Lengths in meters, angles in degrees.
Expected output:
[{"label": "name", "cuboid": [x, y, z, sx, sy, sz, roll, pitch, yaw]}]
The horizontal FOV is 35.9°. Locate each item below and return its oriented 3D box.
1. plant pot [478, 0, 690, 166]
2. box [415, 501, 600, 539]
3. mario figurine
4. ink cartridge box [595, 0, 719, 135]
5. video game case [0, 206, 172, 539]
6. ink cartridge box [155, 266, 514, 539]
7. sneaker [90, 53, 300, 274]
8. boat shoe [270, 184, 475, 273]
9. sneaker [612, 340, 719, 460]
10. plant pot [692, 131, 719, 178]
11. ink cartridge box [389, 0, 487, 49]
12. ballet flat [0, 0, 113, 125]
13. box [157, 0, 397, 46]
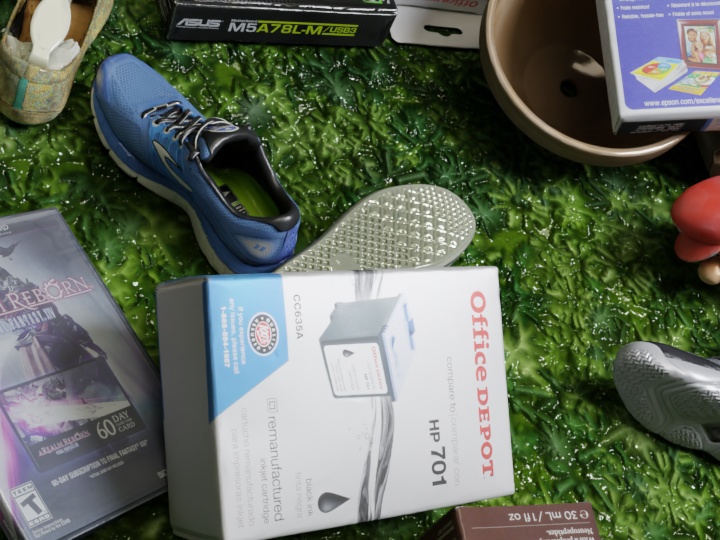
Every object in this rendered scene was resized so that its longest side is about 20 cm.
[{"label": "plant pot", "cuboid": [0.191, -0.171, 0.941, 0.200, 0.093, 0.202, 3, 72, -9]}, {"label": "box", "cuboid": [0.104, 0.243, 0.655, 0.100, 0.075, 0.201, 2, 59, -22]}, {"label": "mario figurine", "cuboid": [0.326, 0.000, 0.902, 0.199, 0.123, 0.106, 28, 65, -20]}, {"label": "ink cartridge box", "cuboid": [0.289, -0.210, 0.886, 0.197, 0.047, 0.201, -3, 72, 1]}, {"label": "video game case", "cuboid": [-0.187, 0.056, 0.651, 0.143, 0.019, 0.200, -19, 72, -54]}, {"label": "ink cartridge box", "cuboid": [-0.013, 0.073, 0.668, 0.199, 0.086, 0.147, -3, 86, -30]}, {"label": "sneaker", "cuboid": [-0.108, -0.085, 0.773, 0.200, 0.089, 0.078, 45, 51, 10]}, {"label": "boat shoe", "cuboid": [0.000, 0.000, 0.778, 0.200, 0.062, 0.075, -34, 76, -32]}, {"label": "sneaker", "cuboid": [0.279, 0.080, 0.841, 0.199, 0.076, 0.114, 27, 51, -12]}, {"label": "plant pot", "cuboid": [0.363, -0.189, 0.990, 0.199, 0.200, 0.199, 1, 65, -22]}, {"label": "ink cartridge box", "cuboid": [0.067, -0.299, 1.005, 0.115, 0.068, 0.201, 0, 59, -23]}, {"label": "ballet flat", "cuboid": [-0.220, -0.195, 0.814, 0.070, 0.071, 0.201, 16, 53, -13]}, {"label": "box", "cuboid": [-0.085, -0.278, 0.941, 0.192, 0.048, 0.201, -1, 58, -26]}]
